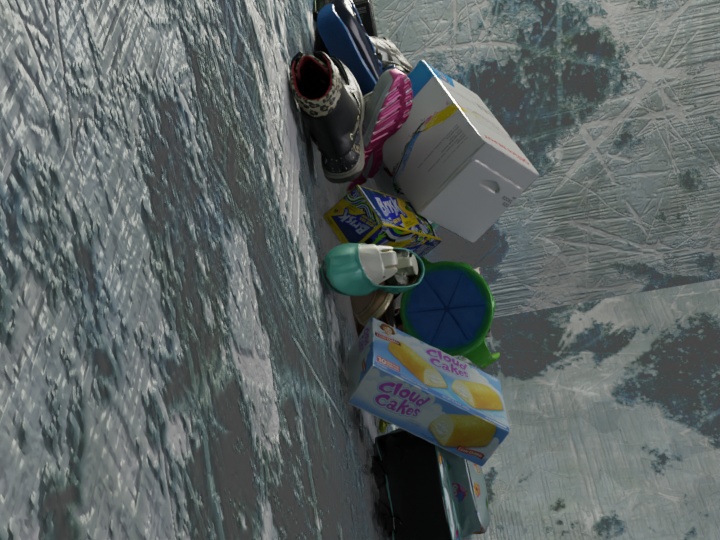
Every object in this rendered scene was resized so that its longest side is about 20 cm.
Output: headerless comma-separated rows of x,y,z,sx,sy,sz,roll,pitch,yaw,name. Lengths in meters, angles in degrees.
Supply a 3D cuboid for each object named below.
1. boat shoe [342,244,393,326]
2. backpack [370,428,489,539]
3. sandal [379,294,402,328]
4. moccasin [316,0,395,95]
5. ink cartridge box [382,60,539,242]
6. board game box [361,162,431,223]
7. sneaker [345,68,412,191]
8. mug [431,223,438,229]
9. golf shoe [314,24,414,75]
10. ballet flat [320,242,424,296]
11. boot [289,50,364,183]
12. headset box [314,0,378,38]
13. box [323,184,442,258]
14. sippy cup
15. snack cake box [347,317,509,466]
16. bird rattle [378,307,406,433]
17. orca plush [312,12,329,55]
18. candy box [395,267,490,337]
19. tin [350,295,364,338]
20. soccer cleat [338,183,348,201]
0.000,0.000,1.376,0.064,0.071,0.201,38,23,-25,boat shoe
0.094,0.296,1.361,0.200,0.152,0.178,88,-12,-79,backpack
0.055,0.043,1.498,0.201,0.054,0.082,-89,168,-61,sandal
0.009,-0.292,1.415,0.068,0.080,0.201,-50,131,-39,moccasin
0.131,-0.173,1.467,0.147,0.145,0.201,21,29,-45,ink cartridge box
0.035,-0.145,1.534,0.201,0.034,0.126,61,33,-2,board game box
0.001,-0.206,1.385,0.088,0.081,0.201,45,-47,15,sneaker
0.057,-0.120,1.677,0.186,0.151,0.115,-93,168,-50,mug
0.009,-0.342,1.598,0.199,0.078,0.095,34,32,-23,golf shoe
0.025,-0.007,1.234,0.200,0.070,0.068,3,67,-63,ballet flat
-0.043,-0.231,1.255,0.154,0.073,0.205,67,12,-55,boot
-0.014,-0.390,1.722,0.175,0.092,0.201,-93,172,-55,headset box
0.033,-0.057,1.344,0.070,0.064,0.200,56,18,19,box
0.135,0.054,1.471,0.130,0.138,0.180,0,89,-77,sippy cup
0.084,0.152,1.264,0.067,0.199,0.115,-57,-165,26,snack cake box
0.082,0.145,1.531,0.163,0.111,0.202,110,-22,-66,bird rattle
-0.031,-0.291,1.502,0.200,0.104,0.072,76,38,-64,orca plush
0.114,0.071,1.682,0.137,0.198,0.061,73,9,-55,candy box
0.008,0.028,1.515,0.113,0.041,0.201,81,3,-48,tin
-0.002,-0.149,1.590,0.069,0.077,0.201,46,37,-22,soccer cleat
